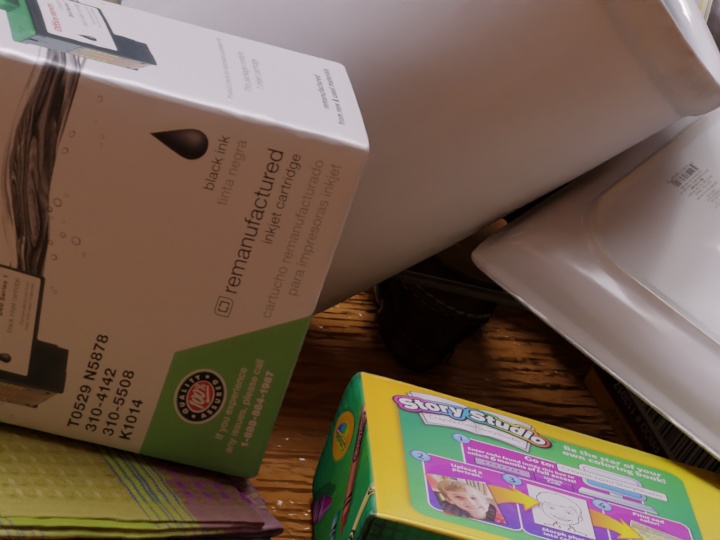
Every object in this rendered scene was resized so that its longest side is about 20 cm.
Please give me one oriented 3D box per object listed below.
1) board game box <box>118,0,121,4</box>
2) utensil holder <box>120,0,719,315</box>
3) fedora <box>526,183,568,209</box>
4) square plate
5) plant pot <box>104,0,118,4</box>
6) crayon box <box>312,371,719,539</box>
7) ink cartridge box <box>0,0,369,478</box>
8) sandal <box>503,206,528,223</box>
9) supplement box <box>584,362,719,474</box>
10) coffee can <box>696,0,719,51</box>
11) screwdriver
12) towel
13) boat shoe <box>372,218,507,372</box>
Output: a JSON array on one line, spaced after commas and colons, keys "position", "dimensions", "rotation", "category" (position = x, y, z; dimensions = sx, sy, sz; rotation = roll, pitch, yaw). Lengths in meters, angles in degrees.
[{"position": [-0.104, -0.121, 1.311], "dimensions": [0.199, 0.152, 0.037], "rotation": [21, 22, 3], "category": "board game box"}, {"position": [0.025, -0.097, 1.129], "dimensions": [0.170, 0.199, 0.170], "rotation": [57, 14, -21], "category": "utensil holder"}, {"position": [0.097, -0.089, 1.311], "dimensions": [0.201, 0.091, 0.201], "rotation": [52, 17, -23], "category": "fedora"}, {"position": [0.178, 0.003, 1.138], "dimensions": [0.198, 0.029, 0.200], "rotation": [39, 47, 17], "category": "square plate"}, {"position": [-0.186, -0.137, 1.121], "dimensions": [0.186, 0.201, 0.187], "rotation": [-6, 12, 1], "category": "plant pot"}, {"position": [0.084, 0.112, 1.041], "dimensions": [0.199, 0.059, 0.119], "rotation": [16, 21, -9], "category": "crayon box"}, {"position": [-0.116, -0.022, 1.009], "dimensions": [0.199, 0.147, 0.084], "rotation": [13, 23, -15], "category": "ink cartridge box"}, {"position": [0.080, -0.035, 1.397], "dimensions": [0.200, 0.048, 0.075], "rotation": [21, 62, 22], "category": "sandal"}, {"position": [0.213, 0.060, 1.209], "dimensions": [0.199, 0.086, 0.111], "rotation": [1, 46, -39], "category": "supplement box"}, {"position": [0.103, -0.154, 1.583], "dimensions": [0.199, 0.147, 0.146], "rotation": [18, 21, -6], "category": "coffee can"}, {"position": [0.000, 0.000, 1.218], "dimensions": [0.199, 0.029, 0.028], "rotation": [15, 61, 30], "category": "screwdriver"}, {"position": [-0.129, 0.056, 1.040], "dimensions": [0.143, 0.023, 0.200], "rotation": [4, 26, -35], "category": "towel"}, {"position": [0.030, -0.022, 1.300], "dimensions": [0.070, 0.071, 0.200], "rotation": [25, 23, -9], "category": "boat shoe"}]
